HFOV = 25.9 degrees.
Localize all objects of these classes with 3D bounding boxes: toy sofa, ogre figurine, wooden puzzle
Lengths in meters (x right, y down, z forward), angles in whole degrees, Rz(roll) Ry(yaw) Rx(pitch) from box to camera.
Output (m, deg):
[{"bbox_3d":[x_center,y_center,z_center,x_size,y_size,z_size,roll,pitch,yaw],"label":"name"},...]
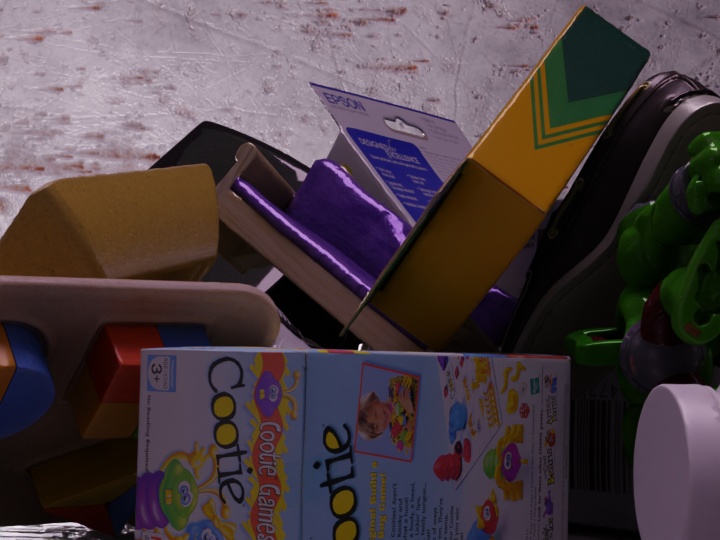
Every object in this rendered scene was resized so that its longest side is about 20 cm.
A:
[{"bbox_3d":[0.000,0.000,0.943,0.200,0.098,0.083,39,-3,28],"label":"toy sofa"},{"bbox_3d":[0.158,0.037,0.762,0.098,0.200,0.120,-23,9,-9],"label":"ogre figurine"},{"bbox_3d":[-0.157,0.077,0.753,0.200,0.046,0.185,6,-47,-32],"label":"wooden puzzle"}]

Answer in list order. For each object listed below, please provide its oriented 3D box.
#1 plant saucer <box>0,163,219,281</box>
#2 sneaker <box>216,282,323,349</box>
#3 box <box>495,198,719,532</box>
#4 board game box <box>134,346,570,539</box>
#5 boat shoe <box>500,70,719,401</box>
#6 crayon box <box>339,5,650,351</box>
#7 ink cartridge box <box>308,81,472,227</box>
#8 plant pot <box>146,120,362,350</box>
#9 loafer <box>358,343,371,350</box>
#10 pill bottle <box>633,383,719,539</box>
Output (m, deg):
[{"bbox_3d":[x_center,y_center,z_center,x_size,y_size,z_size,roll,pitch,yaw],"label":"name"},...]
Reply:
[{"bbox_3d":[-0.160,0.037,0.855,0.048,0.200,0.200,41,17,10],"label":"plant saucer"},{"bbox_3d":[-0.031,0.079,0.878,0.200,0.075,0.115,35,0,-40],"label":"sneaker"},{"bbox_3d":[0.193,0.056,0.965,0.171,0.200,0.199,6,-6,-42],"label":"box"},{"bbox_3d":[0.002,0.089,0.739,0.103,0.105,0.200,-1,-4,40],"label":"board game box"},{"bbox_3d":[0.135,-0.015,0.860,0.072,0.201,0.061,22,18,-34],"label":"boat shoe"},{"bbox_3d":[0.075,-0.043,0.844,0.052,0.200,0.126,37,-44,2],"label":"crayon box"},{"bbox_3d":[0.059,-0.036,1.111,0.047,0.200,0.198,-48,-28,22],"label":"ink cartridge box"},{"bbox_3d":[-0.078,0.033,1.135,0.177,0.200,0.200,12,46,42],"label":"plant pot"},{"bbox_3d":[0.021,0.081,1.049,0.076,0.068,0.200,-13,25,34],"label":"loafer"},{"bbox_3d":[0.222,0.088,0.657,0.200,0.113,0.112,2,-2,-7],"label":"pill bottle"}]
